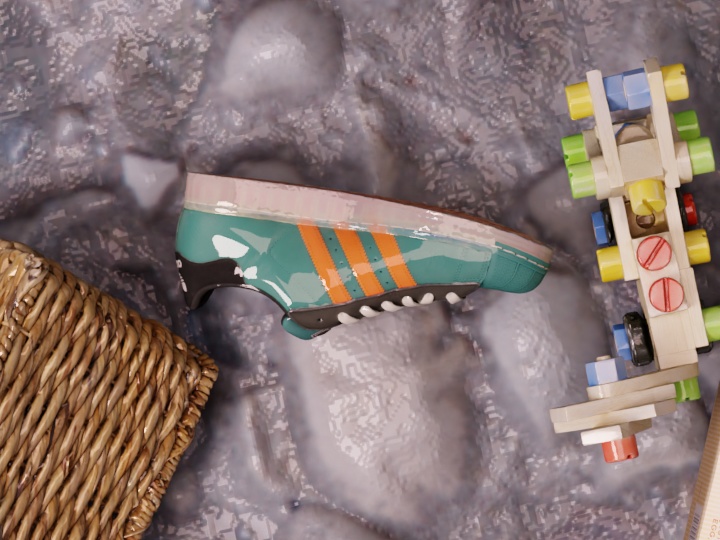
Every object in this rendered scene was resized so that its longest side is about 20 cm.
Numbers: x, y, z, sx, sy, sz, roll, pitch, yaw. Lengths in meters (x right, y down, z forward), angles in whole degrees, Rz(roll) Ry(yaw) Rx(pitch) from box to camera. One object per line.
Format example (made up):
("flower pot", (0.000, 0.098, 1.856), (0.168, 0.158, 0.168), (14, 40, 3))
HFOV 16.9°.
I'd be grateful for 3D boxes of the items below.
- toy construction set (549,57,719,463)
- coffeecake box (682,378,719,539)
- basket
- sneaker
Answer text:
("toy construction set", (0.145, -0.003, 1.237), (0.091, 0.131, 0.202), (3, 89, 4))
("coffeecake box", (0.275, 0.123, 1.256), (0.199, 0.073, 0.155), (13, 88, 3))
("basket", (-0.199, 0.094, 1.273), (0.142, 0.149, 0.201), (15, 77, 44))
("sneaker", (0.000, 0.000, 1.280), (0.199, 0.071, 0.081), (9, 93, 8))
